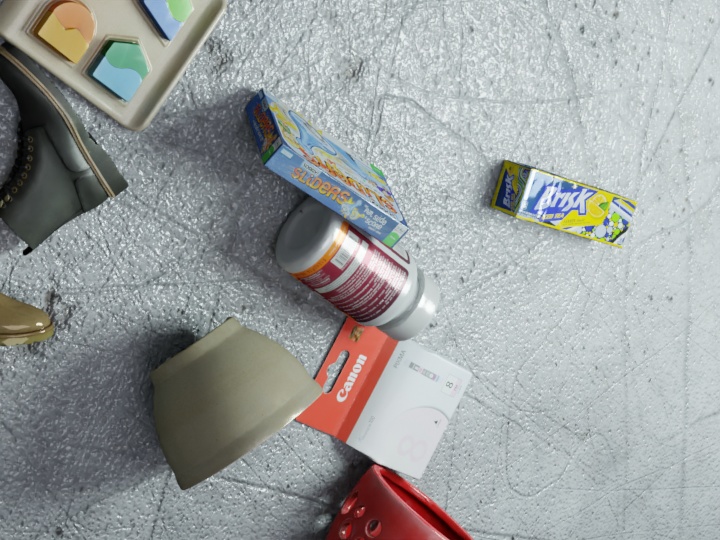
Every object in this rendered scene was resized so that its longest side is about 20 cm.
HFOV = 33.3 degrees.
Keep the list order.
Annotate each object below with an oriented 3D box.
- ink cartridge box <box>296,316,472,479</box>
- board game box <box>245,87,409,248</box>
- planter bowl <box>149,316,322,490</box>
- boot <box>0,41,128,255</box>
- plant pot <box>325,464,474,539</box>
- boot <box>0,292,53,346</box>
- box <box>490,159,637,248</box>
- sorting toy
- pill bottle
[{"bbox_3d":[0.035,0.168,1.583,0.199,0.057,0.164,27,91,-37],"label":"ink cartridge box"},{"bbox_3d":[-0.039,-0.119,1.402,0.199,0.136,0.034,32,112,-33],"label":"board game box"},{"bbox_3d":[-0.160,0.140,1.394,0.199,0.200,0.135,-34,91,-17],"label":"planter bowl"},{"bbox_3d":[-0.353,-0.122,1.262,0.138,0.077,0.201,-39,119,-9],"label":"boot"},{"bbox_3d":[0.039,0.383,1.567,0.200,0.200,0.183,36,94,-32],"label":"plant pot"},{"bbox_3d":[-0.402,-0.027,1.244,0.173,0.066,0.202,4,103,-11],"label":"boot"},{"bbox_3d":[0.277,-0.090,1.632,0.198,0.064,0.071,13,99,-32],"label":"box"},{"bbox_3d":[-0.262,-0.275,1.287,0.199,0.036,0.186,36,86,-32],"label":"sorting toy"},{"bbox_3d":[0.000,0.000,1.474,0.200,0.109,0.110,37,85,-32],"label":"pill bottle"}]
